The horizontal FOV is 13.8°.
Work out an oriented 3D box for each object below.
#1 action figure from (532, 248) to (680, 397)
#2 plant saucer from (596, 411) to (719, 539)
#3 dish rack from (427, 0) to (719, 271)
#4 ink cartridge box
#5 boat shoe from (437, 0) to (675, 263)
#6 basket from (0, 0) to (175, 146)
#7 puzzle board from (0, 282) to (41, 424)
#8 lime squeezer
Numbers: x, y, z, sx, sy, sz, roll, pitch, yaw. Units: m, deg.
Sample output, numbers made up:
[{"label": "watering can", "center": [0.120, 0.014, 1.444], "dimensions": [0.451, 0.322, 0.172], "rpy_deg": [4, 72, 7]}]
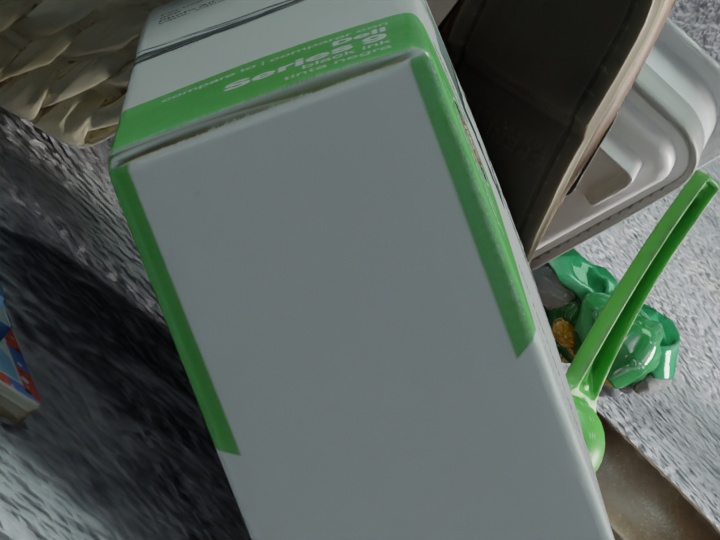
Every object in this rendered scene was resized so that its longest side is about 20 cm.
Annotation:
[{"label": "action figure", "center": [0.075, 0.015, 1.135], "dimensions": [0.118, 0.055, 0.200], "rpy_deg": [40, -3, -13]}, {"label": "plant saucer", "center": [0.079, 0.088, 1.004], "dimensions": [0.200, 0.035, 0.200], "rpy_deg": [41, 11, -9]}, {"label": "dish rack", "center": [0.013, -0.055, 1.013], "dimensions": [0.171, 0.200, 0.044], "rpy_deg": [40, 50, -16]}, {"label": "ink cartridge box", "center": [0.000, 0.000, 0.782], "dimensions": [0.200, 0.084, 0.147], "rpy_deg": [-96, 165, -74]}, {"label": "boat shoe", "center": [0.042, -0.041, 0.909], "dimensions": [0.072, 0.200, 0.068], "rpy_deg": [41, 34, 3]}, {"label": "basket", "center": [-0.059, -0.140, 0.899], "dimensions": [0.135, 0.199, 0.124], "rpy_deg": [31, 45, -43]}, {"label": "puzzle board", "center": [-0.155, -0.053, 0.740], "dimensions": [0.150, 0.017, 0.200], "rpy_deg": [37, 12, -33]}, {"label": "lime squeezer", "center": [0.066, 0.065, 0.876], "dimensions": [0.038, 0.070, 0.201], "rpy_deg": [24, 62, -34]}]
